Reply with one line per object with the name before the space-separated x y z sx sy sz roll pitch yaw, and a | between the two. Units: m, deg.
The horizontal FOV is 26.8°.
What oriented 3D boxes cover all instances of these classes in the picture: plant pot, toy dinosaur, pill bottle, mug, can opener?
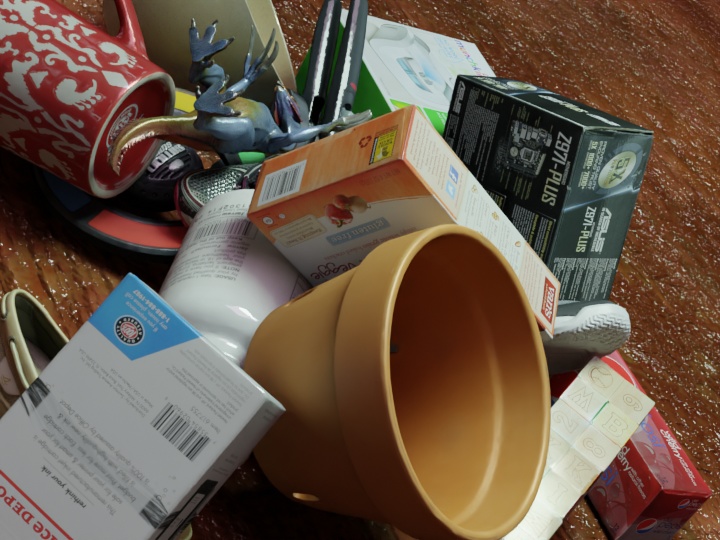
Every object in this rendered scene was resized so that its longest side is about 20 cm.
plant pot | -0.154 -0.226 1.370 0.200 0.134 0.201 -20 90 -83
toy dinosaur | -0.101 -0.125 1.189 0.182 0.199 0.105 73 -9 -69
plant pot | 0.017 0.081 0.988 0.200 0.139 0.201 20 65 -51
pill bottle | -0.093 0.043 1.070 0.114 0.115 0.201 28 40 -8
mug | -0.244 -0.167 1.150 0.199 0.178 0.133 31 22 16
can opener | -0.029 -0.160 1.334 0.063 0.079 0.201 11 66 18

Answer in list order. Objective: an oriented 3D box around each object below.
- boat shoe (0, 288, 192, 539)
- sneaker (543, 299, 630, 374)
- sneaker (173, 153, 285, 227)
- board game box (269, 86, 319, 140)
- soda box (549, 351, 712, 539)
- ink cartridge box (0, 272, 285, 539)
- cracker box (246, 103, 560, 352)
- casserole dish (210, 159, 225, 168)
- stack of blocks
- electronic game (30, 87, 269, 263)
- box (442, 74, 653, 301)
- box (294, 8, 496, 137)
boat shoe | -0.176 0.099 0.970 0.201 0.063 0.073 46 33 22
sneaker | 0.111 0.021 1.173 0.075 0.199 0.115 37 48 -50
sneaker | -0.045 -0.064 1.167 0.199 0.075 0.081 -1 52 -4
board game box | 0.002 -0.116 1.474 0.199 0.040 0.153 4 41 -40
soda box | 0.209 0.133 1.276 0.063 0.070 0.200 11 36 -36
ink cartridge box | -0.155 0.118 0.895 0.116 0.200 0.068 40 -5 13
cracker box | 0.034 -0.013 1.064 0.200 0.133 0.058 46 41 -34
casserole dish | -0.053 -0.021 1.287 0.200 0.039 0.121 40 30 10
stack of blocks | 0.124 0.166 1.102 0.058 0.115 0.200 38 49 12
electronic game | -0.165 -0.082 1.221 0.199 0.042 0.201 10 45 -10
box | 0.138 -0.046 1.272 0.086 0.201 0.164 1 19 -38
box | 0.055 -0.138 1.423 0.176 0.097 0.201 9 37 -31
